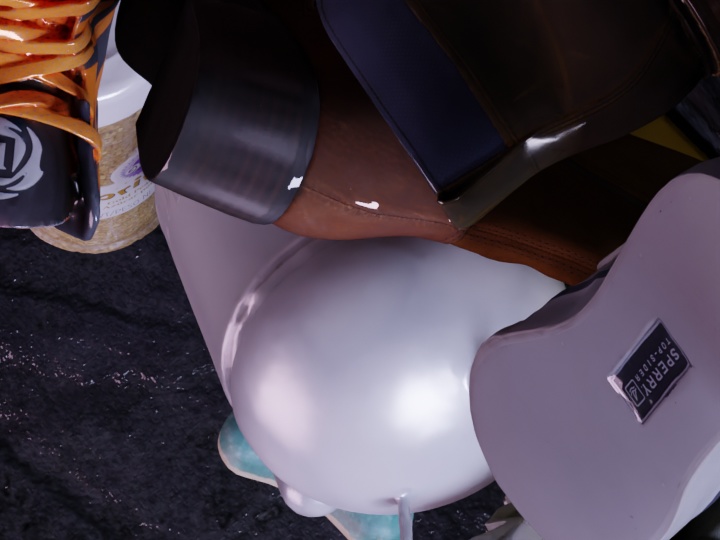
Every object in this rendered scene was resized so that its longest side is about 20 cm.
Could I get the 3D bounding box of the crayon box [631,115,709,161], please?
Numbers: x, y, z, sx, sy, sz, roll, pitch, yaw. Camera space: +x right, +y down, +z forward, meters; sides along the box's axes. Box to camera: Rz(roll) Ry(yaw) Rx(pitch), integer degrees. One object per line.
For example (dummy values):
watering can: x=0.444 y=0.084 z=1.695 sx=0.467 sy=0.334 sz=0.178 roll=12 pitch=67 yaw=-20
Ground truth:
crayon box: x=0.118 y=0.016 z=0.940 sx=0.127 sy=0.051 sz=0.200 roll=50 pitch=177 yaw=31

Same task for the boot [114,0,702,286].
boot: x=0.035 y=-0.056 z=0.819 sx=0.200 sy=0.069 sz=0.188 roll=17 pitch=-156 yaw=-18

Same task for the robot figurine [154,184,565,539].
robot figurine: x=0.000 y=0.000 z=0.926 sx=0.200 sy=0.113 sz=0.170 roll=-116 pitch=34 yaw=-46

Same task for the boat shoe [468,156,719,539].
boat shoe: x=0.086 y=0.015 z=0.707 sx=0.072 sy=0.066 sz=0.200 roll=55 pitch=154 yaw=15

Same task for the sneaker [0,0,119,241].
sneaker: x=-0.082 y=-0.070 z=0.752 sx=0.200 sy=0.077 sz=0.112 roll=119 pitch=156 yaw=-69

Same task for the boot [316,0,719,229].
boot: x=0.011 y=-0.100 z=0.719 sx=0.200 sy=0.097 sz=0.075 roll=50 pitch=178 yaw=35

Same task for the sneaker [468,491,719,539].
sneaker: x=0.093 y=0.077 z=0.938 sx=0.074 sy=0.088 sz=0.200 roll=58 pitch=-160 yaw=-15

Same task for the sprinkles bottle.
sprinkles bottle: x=-0.095 y=-0.061 z=0.968 sx=0.068 sy=0.068 sz=0.200 roll=51 pitch=169 yaw=8

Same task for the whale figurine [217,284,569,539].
whale figurine: x=0.025 y=0.005 z=1.041 sx=0.159 sy=0.200 sz=0.104 roll=33 pitch=141 yaw=1
